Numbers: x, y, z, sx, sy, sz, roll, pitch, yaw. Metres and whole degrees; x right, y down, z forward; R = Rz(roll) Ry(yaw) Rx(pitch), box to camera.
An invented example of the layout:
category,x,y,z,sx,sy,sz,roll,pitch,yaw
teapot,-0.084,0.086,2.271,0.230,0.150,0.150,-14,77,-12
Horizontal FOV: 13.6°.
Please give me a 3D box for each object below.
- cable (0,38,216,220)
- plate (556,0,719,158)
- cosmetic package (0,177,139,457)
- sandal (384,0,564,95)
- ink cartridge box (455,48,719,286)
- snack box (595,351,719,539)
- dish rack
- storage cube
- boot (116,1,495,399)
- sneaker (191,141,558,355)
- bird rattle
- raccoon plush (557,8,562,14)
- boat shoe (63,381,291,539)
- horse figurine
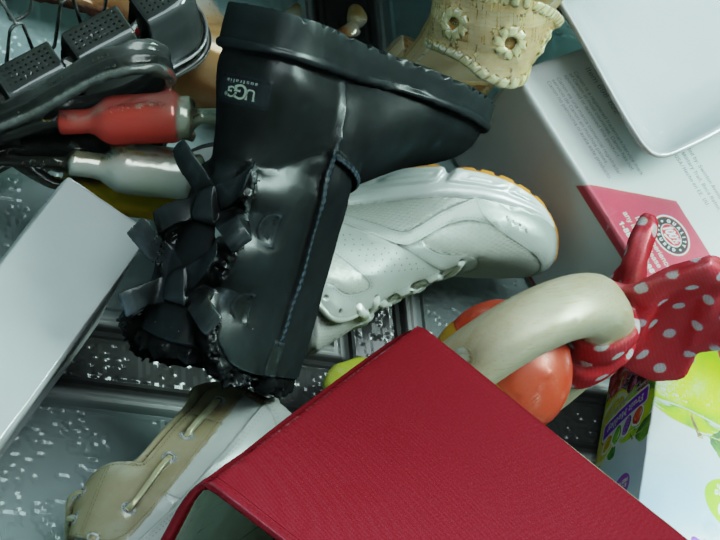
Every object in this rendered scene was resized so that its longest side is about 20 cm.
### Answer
category,x,y,z,sx,sy,sz,roll,pitch,yaw
cable,-0.154,-0.054,1.353,0.199,0.097,0.051,-7,51,-10
plate,0.166,-0.167,1.531,0.199,0.032,0.200,-25,77,-28
cosmetic package,-0.169,0.055,1.313,0.051,0.083,0.200,35,51,-2
sandal,0.064,-0.109,1.442,0.077,0.212,0.070,7,55,-22
ink cartridge box,0.172,-0.049,1.547,0.199,0.083,0.146,-20,70,-33
snack box,0.191,0.148,1.443,0.168,0.068,0.201,22,55,-13
dish rack,-0.180,-0.156,1.436,0.153,0.055,0.200,-29,69,-16
storage cube,0.011,0.160,1.237,0.200,0.171,0.180,39,34,13
boot,-0.023,-0.024,1.359,0.198,0.073,0.163,15,91,-57
sneaker,0.000,0.000,1.448,0.199,0.076,0.092,4,66,-15
bird rattle,0.079,0.051,1.371,0.113,0.199,0.163,65,15,14
raccoon plush,0.084,-0.214,1.619,0.133,0.097,0.201,-6,50,-20
boat shoe,-0.098,0.123,1.319,0.068,0.075,0.200,35,49,18
horse figurine,-0.082,-0.128,1.495,0.200,0.050,0.132,42,44,7
